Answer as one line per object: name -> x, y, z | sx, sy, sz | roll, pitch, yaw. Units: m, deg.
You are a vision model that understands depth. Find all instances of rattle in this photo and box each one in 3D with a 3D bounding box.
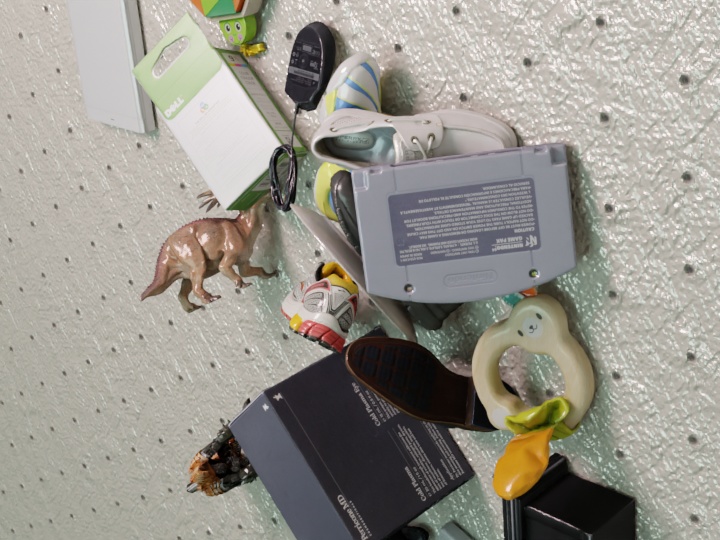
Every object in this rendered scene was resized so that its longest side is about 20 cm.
rattle -> 0.142, 0.086, 1.255 | 0.129, 0.142, 0.203 | 20, 125, 40

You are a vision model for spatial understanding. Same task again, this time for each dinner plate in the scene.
dinner plate -> 0.000, 0.000, 1.383 | 0.201, 0.024, 0.200 | 49, -179, -1

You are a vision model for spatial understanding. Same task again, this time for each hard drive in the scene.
hard drive -> -0.319, -0.283, 1.678 | 0.131, 0.026, 0.203 | 18, 123, 43

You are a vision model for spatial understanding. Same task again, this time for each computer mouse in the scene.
computer mouse -> -0.059, -0.161, 1.400 | 0.058, 0.034, 0.203 | 26, 108, 42

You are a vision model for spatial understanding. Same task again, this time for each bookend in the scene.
bookend -> 0.244, 0.314, 1.296 | 0.199, 0.092, 0.201 | 18, 122, 41

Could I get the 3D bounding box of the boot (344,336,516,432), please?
boot -> 0.055, 0.126, 1.361 | 0.097, 0.198, 0.076 | -26, 45, 59

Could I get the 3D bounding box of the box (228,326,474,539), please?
box -> -0.010, 0.197, 1.456 | 0.201, 0.181, 0.104 | 57, 141, 10

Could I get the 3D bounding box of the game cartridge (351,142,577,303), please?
game cartridge -> 0.097, -0.039, 1.224 | 0.197, 0.041, 0.135 | -6, 98, 5

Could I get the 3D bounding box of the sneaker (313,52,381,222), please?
sneaker -> 0.013, -0.120, 1.352 | 0.105, 0.075, 0.202 | 37, 141, 26

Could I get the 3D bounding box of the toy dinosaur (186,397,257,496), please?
toy dinosaur -> -0.169, 0.251, 1.697 | 0.103, 0.135, 0.200 | 55, -175, -12

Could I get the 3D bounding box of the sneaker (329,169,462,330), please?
sneaker -> 0.045, -0.034, 1.314 | 0.090, 0.076, 0.200 | -36, 120, 13

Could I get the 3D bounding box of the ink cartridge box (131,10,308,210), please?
ink cartridge box -> -0.158, -0.178, 1.494 | 0.104, 0.059, 0.201 | -40, 78, 23

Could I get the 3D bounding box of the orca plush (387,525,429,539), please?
orca plush -> 0.047, 0.327, 1.539 | 0.071, 0.105, 0.201 | -44, 38, 15

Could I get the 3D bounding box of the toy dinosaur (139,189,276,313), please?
toy dinosaur -> -0.178, -0.034, 1.555 | 0.086, 0.198, 0.137 | 159, 87, -81

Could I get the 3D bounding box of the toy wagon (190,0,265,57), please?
toy wagon -> -0.149, -0.330, 1.447 | 0.154, 0.039, 0.203 | 5, 113, 48

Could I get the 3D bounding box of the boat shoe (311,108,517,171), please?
boat shoe -> 0.048, -0.112, 1.262 | 0.197, 0.069, 0.072 | 3, 113, 18

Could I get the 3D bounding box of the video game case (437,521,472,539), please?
video game case -> 0.151, 0.411, 1.514 | 0.199, 0.022, 0.184 | 37, 134, 30

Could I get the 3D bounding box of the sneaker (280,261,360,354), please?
sneaker -> -0.033, 0.033, 1.447 | 0.077, 0.083, 0.200 | 27, -178, -11
